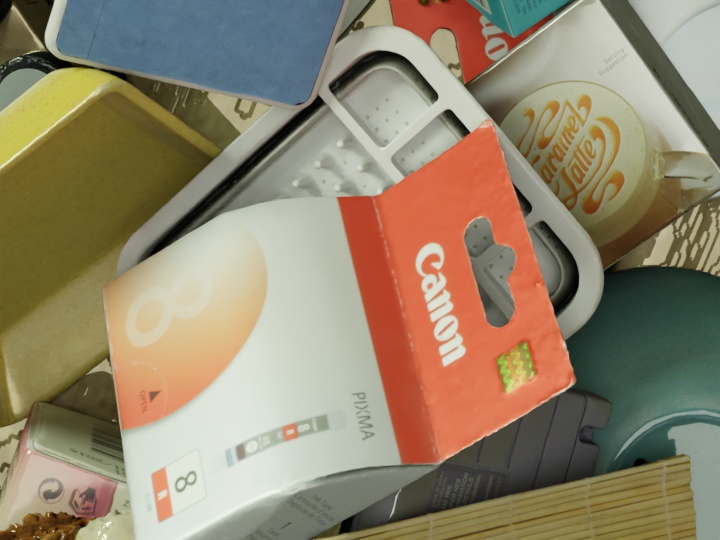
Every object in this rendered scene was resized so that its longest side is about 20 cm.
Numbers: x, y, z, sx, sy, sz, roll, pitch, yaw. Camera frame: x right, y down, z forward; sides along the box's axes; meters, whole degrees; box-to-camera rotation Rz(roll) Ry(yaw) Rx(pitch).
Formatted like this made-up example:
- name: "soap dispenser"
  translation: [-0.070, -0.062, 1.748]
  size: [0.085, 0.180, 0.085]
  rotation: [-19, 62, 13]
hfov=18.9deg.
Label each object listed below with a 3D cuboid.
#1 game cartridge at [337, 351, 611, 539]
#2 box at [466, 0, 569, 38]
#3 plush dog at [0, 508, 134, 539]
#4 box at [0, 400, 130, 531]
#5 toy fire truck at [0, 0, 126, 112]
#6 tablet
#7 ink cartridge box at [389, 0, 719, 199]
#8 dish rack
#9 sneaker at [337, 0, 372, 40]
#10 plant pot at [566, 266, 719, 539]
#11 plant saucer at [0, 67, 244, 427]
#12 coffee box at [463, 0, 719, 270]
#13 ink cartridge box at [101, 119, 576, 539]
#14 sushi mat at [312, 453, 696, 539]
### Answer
- name: "game cartridge"
  translation: [0.038, 0.142, 0.978]
  size: [0.129, 0.038, 0.201]
  rotation: [15, 92, -40]
- name: "box"
  translation: [0.126, -0.200, 1.049]
  size: [0.200, 0.082, 0.049]
  rotation: [-34, 134, -10]
- name: "plush dog"
  translation: [-0.101, 0.187, 0.960]
  size: [0.199, 0.160, 0.173]
  rotation: [16, 68, -14]
- name: "box"
  translation: [-0.149, 0.183, 1.079]
  size: [0.108, 0.128, 0.201]
  rotation: [20, 94, -9]
- name: "toy fire truck"
  translation: [-0.247, -0.090, 1.074]
  size: [0.200, 0.129, 0.176]
  rotation: [-34, 94, 15]
- name: "tablet"
  translation: [-0.050, -0.169, 0.931]
  size: [0.129, 0.014, 0.201]
  rotation: [11, 118, -21]
- name: "ink cartridge box"
  translation: [0.122, -0.108, 1.099]
  size: [0.199, 0.047, 0.161]
  rotation: [-11, 95, -1]
- name: "dish rack"
  translation: [0.000, 0.000, 1.026]
  size: [0.200, 0.044, 0.172]
  rotation: [-41, 90, 17]
- name: "sneaker"
  translation: [-0.005, -0.196, 1.050]
  size: [0.201, 0.115, 0.076]
  rotation: [-49, 59, 4]
- name: "plant pot"
  translation: [0.157, 0.104, 1.074]
  size: [0.199, 0.135, 0.201]
  rotation: [0, 95, 0]
- name: "plant saucer"
  translation: [-0.155, -0.016, 1.044]
  size: [0.200, 0.200, 0.049]
  rotation: [-37, 64, 9]
- name: "coffee box"
  translation: [0.072, -0.038, 1.066]
  size: [0.200, 0.080, 0.115]
  rotation: [-35, 92, 17]
- name: "ink cartridge box"
  translation: [-0.018, 0.029, 0.937]
  size: [0.200, 0.163, 0.050]
  rotation: [-33, 135, 20]
- name: "sushi mat"
  translation: [0.067, 0.143, 0.954]
  size: [0.199, 0.012, 0.096]
  rotation: [-9, 105, -28]
